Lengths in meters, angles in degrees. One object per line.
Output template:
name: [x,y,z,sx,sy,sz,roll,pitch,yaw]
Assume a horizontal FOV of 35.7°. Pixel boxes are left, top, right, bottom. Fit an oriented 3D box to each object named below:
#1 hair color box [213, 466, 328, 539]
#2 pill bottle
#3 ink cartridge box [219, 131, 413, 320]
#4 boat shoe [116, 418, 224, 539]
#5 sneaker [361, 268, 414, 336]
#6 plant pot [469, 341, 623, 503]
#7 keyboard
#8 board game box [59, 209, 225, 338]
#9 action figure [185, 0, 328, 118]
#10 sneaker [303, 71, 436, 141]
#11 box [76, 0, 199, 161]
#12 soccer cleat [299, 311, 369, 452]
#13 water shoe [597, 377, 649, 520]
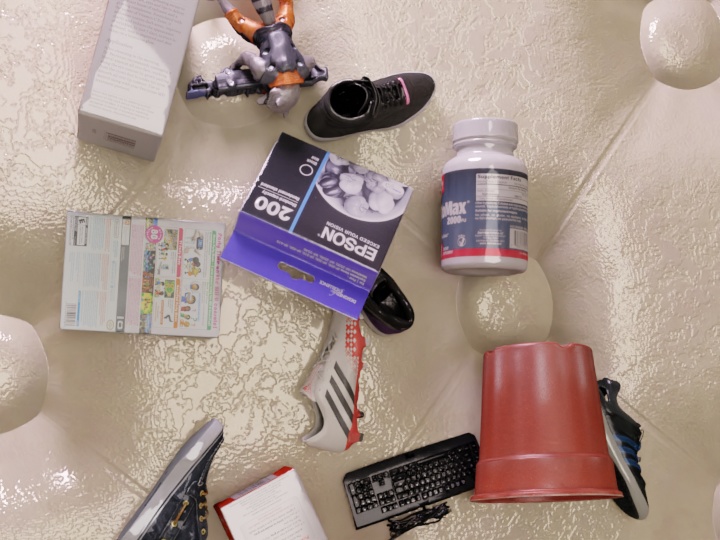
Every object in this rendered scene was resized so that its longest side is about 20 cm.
hair color box: [-0.095,0.366,1.427,0.110,0.064,0.202,-25,90,-17]
pill bottle: [0.168,-0.098,1.517,0.118,0.119,0.203,3,83,-15]
ink cartridge box: [-0.054,-0.062,1.440,0.196,0.044,0.202,23,59,0]
boat shoe: [-0.214,0.289,1.403,0.091,0.071,0.201,38,83,-10]
sneaker: [0.000,0.000,1.477,0.200,0.087,0.076,44,76,-7]
plant pot: [0.239,0.203,1.479,0.198,0.201,0.198,3,75,-15]
keyboard: [0.082,0.293,1.495,0.198,0.040,0.105,-16,88,-15]
board game box: [-0.275,0.007,1.414,0.197,0.064,0.150,5,84,-13]
action figure: [-0.140,-0.291,1.464,0.198,0.105,0.196,-19,80,-18]
sneaker: [0.026,-0.229,1.502,0.198,0.099,0.072,-20,88,-18]
box: [-0.277,-0.258,1.394,0.105,0.152,0.203,15,80,-12]
soccer cleat: [-0.038,0.136,1.465,0.084,0.069,0.203,2,88,-19]
water shoe: [0.370,0.248,1.562,0.078,0.071,0.202,-25,92,-18]
